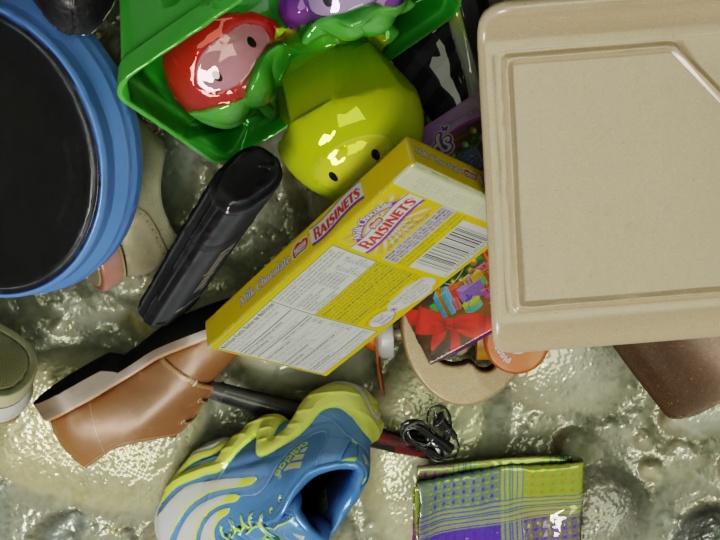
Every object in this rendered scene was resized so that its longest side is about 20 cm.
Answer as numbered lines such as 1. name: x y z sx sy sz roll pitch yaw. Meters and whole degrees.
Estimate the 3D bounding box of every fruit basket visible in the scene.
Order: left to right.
1. fruit basket: -0.030 -0.124 0.693 0.212 0.155 0.219 -7 73 22

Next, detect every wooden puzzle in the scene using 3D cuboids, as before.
1. wooden puzzle: 0.160 -0.056 0.645 0.182 0.037 0.203 -4 105 -1

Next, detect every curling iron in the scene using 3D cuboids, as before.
1. curling iron: -0.018 0.107 0.838 0.197 0.026 0.050 14 120 -11

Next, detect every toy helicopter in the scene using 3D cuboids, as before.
1. toy helicopter: 0.042 0.006 0.817 0.131 0.079 0.202 -28 95 7

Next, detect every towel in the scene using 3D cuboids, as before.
1. towel: 0.108 0.242 0.886 0.141 0.023 0.203 -3 108 -8

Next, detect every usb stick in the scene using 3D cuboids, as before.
1. usb stick: -0.100 -0.016 0.720 0.033 0.200 0.056 42 57 -2

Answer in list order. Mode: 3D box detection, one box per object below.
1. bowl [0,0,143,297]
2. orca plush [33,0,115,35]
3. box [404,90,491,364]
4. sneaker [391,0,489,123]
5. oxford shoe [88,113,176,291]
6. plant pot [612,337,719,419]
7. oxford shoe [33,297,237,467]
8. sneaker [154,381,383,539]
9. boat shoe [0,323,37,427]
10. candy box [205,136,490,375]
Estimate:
1. bowl: -0.232 -0.078 0.711 0.197 0.039 0.204 6 110 18
2. orca plush: -0.161 -0.244 0.668 0.104 0.071 0.203 17 66 -7
3. box: 0.098 -0.046 0.728 0.199 0.039 0.138 -32 81 24
4. sneaker: 0.054 -0.140 0.790 0.081 0.072 0.203 -7 103 17
5. oxford shoe: -0.174 -0.092 0.760 0.073 0.070 0.203 -20 108 -27
6. plant pot: 0.206 -0.036 0.781 0.200 0.187 0.187 44 93 0
7. oxford shoe: -0.125 0.074 0.793 0.198 0.071 0.072 -28 100 8
8. sneaker: -0.070 0.158 0.787 0.199 0.105 0.076 -38 112 15
9. boat shoe: -0.306 0.038 0.751 0.199 0.075 0.069 36 139 4
10. candy box: 0.000 0.000 0.700 0.101 0.027 0.200 20 134 -38
